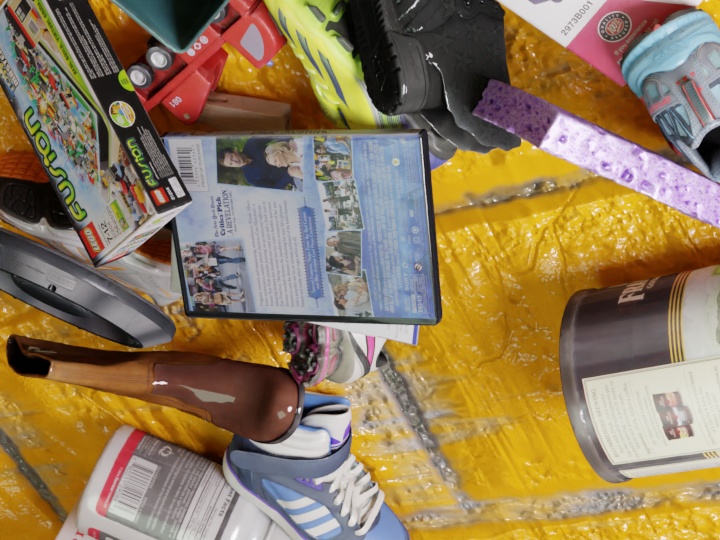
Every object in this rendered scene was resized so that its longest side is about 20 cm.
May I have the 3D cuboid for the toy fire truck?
[{"bbox_3d":[-0.101,-0.124,1.083,0.141,0.049,0.200,43,130,-17],"label":"toy fire truck"}]

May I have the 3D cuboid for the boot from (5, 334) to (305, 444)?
[{"bbox_3d":[-0.165,0.085,1.187,0.200,0.069,0.188,16,-177,-38],"label":"boot"}]

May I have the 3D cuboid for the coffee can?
[{"bbox_3d":[0.263,0.067,1.041,0.200,0.146,0.146,-13,123,29],"label":"coffee can"}]

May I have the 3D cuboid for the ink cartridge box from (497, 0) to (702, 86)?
[{"bbox_3d":[0.125,-0.231,0.878,0.200,0.084,0.145,33,133,-8],"label":"ink cartridge box"}]

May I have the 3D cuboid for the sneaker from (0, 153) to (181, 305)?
[{"bbox_3d":[-0.230,-0.023,1.206,0.200,0.076,0.092,23,138,3],"label":"sneaker"}]

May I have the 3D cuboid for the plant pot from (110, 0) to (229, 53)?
[{"bbox_3d":[-0.089,-0.262,0.855,0.141,0.200,0.141,38,132,-14],"label":"plant pot"}]

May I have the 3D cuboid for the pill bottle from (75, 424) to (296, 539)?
[{"bbox_3d":[-0.156,0.231,1.369,0.200,0.111,0.111,23,133,2],"label":"pill bottle"}]

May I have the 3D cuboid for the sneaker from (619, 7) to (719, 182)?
[{"bbox_3d":[0.228,-0.082,0.910,0.079,0.096,0.200,-35,151,23],"label":"sneaker"}]

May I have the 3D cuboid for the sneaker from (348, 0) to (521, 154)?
[{"bbox_3d":[0.049,-0.173,0.972,0.060,0.104,0.200,-3,97,58],"label":"sneaker"}]

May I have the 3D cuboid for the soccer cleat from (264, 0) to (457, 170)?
[{"bbox_3d":[-0.012,-0.137,1.018,0.084,0.065,0.200,-24,123,37],"label":"soccer cleat"}]

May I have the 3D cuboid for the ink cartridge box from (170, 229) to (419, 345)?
[{"bbox_3d":[-0.045,-0.012,1.079,0.200,0.037,0.095,13,115,17],"label":"ink cartridge box"}]

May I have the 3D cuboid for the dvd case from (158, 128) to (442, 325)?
[{"bbox_3d":[-0.043,-0.031,1.042,0.200,0.018,0.143,1,112,19],"label":"dvd case"}]

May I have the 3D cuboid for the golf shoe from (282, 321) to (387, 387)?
[{"bbox_3d":[0.000,0.000,1.150,0.092,0.073,0.200,-6,127,-30],"label":"golf shoe"}]

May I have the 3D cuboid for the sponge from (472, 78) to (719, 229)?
[{"bbox_3d":[0.179,-0.067,0.950,0.200,0.112,0.030,22,98,-24],"label":"sponge"}]

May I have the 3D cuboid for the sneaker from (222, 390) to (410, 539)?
[{"bbox_3d":[-0.022,0.181,1.294,0.200,0.081,0.146,33,137,-1],"label":"sneaker"}]

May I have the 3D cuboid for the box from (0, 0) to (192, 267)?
[{"bbox_3d":[-0.205,-0.112,1.069,0.110,0.035,0.200,-33,83,49],"label":"box"}]

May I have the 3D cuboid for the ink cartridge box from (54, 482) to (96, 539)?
[{"bbox_3d":[-0.212,0.314,1.438,0.200,0.147,0.083,19,132,4],"label":"ink cartridge box"}]

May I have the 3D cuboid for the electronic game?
[{"bbox_3d":[-0.239,0.009,1.158,0.200,0.042,0.200,23,168,5],"label":"electronic game"}]
